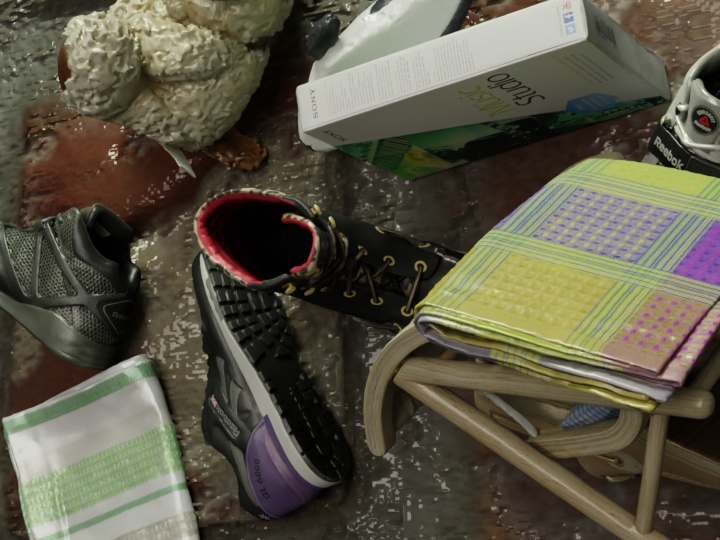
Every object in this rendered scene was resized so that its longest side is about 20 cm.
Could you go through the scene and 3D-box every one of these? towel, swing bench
[{"bbox_3d":[0.131,-0.001,0.844,0.144,0.200,0.023,15,126,28],"label":"towel"},{"bbox_3d":[-0.193,0.179,1.215,0.149,0.031,0.200,-26,69,25],"label":"towel"},{"bbox_3d":[0.134,0.034,0.921,0.200,0.199,0.130,20,130,25],"label":"swing bench"}]

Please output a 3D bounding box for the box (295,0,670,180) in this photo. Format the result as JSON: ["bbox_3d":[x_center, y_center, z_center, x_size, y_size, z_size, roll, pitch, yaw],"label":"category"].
[{"bbox_3d":[0.080,-0.112,1.041,0.200,0.144,0.036,-14,73,28],"label":"box"}]

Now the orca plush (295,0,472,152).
[{"bbox_3d":[0.019,-0.174,1.130,0.071,0.105,0.200,-93,23,-56],"label":"orca plush"}]

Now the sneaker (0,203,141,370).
[{"bbox_3d":[-0.246,-0.018,1.259,0.199,0.076,0.114,32,96,28],"label":"sneaker"}]

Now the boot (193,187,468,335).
[{"bbox_3d":[0.000,0.000,1.063,0.200,0.151,0.073,23,93,31],"label":"boot"}]

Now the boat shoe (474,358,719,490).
[{"bbox_3d":[0.162,0.094,1.008,0.200,0.071,0.065,24,128,26],"label":"boat shoe"}]

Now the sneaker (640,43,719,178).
[{"bbox_3d":[0.208,-0.080,0.994,0.074,0.088,0.200,36,102,29],"label":"sneaker"}]

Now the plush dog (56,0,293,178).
[{"bbox_3d":[-0.105,-0.177,1.167,0.160,0.200,0.172,32,110,-2],"label":"plush dog"}]

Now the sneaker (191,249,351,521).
[{"bbox_3d":[-0.090,0.081,1.150,0.088,0.076,0.200,-37,65,26],"label":"sneaker"}]
